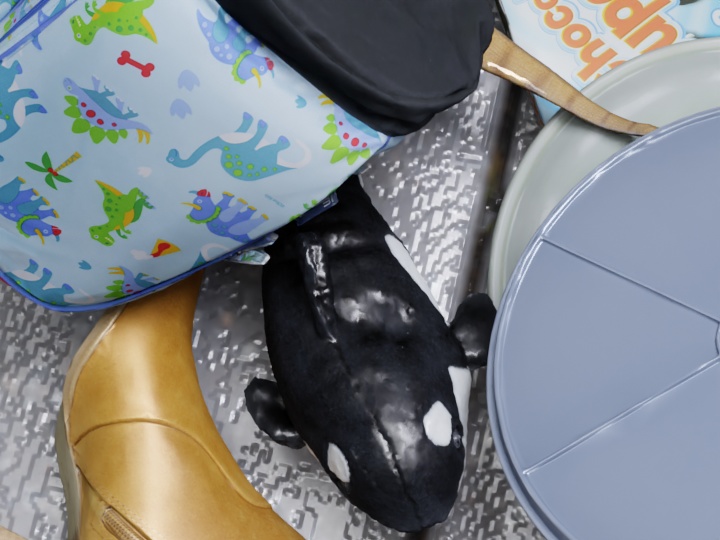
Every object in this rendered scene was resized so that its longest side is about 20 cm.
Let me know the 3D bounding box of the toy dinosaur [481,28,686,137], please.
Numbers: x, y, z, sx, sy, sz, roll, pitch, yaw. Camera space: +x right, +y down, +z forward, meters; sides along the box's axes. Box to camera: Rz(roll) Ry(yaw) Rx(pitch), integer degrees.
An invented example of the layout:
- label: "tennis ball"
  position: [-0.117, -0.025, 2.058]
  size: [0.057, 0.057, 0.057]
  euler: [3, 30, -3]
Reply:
- label: "toy dinosaur"
  position: [0.036, -0.099, 0.833]
  size: [0.199, 0.106, 0.061]
  euler: [29, 116, 0]

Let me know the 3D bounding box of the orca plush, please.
- label: "orca plush"
  position: [0.000, 0.000, 0.808]
  size: [0.104, 0.071, 0.202]
  euler: [-5, 55, 12]

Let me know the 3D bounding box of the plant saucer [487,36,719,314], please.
- label: "plant saucer"
  position: [0.149, 0.005, 0.808]
  size: [0.198, 0.050, 0.202]
  euler: [0, 86, 3]

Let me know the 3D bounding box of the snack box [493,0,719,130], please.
- label: "snack box"
  position: [0.114, -0.127, 0.882]
  size: [0.115, 0.037, 0.202]
  euler: [-19, 72, 2]

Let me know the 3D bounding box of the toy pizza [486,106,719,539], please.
- label: "toy pizza"
  position: [0.141, 0.030, 0.722]
  size: [0.198, 0.032, 0.202]
  euler: [-11, 58, 18]

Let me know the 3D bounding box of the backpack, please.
- label: "backpack"
  position: [-0.078, -0.074, 0.775]
  size: [0.199, 0.163, 0.155]
  euler: [-14, 45, 43]

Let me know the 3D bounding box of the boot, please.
- label: "boot"
  position: [-0.062, 0.090, 0.831]
  size: [0.143, 0.071, 0.202]
  euler: [27, 66, -1]
